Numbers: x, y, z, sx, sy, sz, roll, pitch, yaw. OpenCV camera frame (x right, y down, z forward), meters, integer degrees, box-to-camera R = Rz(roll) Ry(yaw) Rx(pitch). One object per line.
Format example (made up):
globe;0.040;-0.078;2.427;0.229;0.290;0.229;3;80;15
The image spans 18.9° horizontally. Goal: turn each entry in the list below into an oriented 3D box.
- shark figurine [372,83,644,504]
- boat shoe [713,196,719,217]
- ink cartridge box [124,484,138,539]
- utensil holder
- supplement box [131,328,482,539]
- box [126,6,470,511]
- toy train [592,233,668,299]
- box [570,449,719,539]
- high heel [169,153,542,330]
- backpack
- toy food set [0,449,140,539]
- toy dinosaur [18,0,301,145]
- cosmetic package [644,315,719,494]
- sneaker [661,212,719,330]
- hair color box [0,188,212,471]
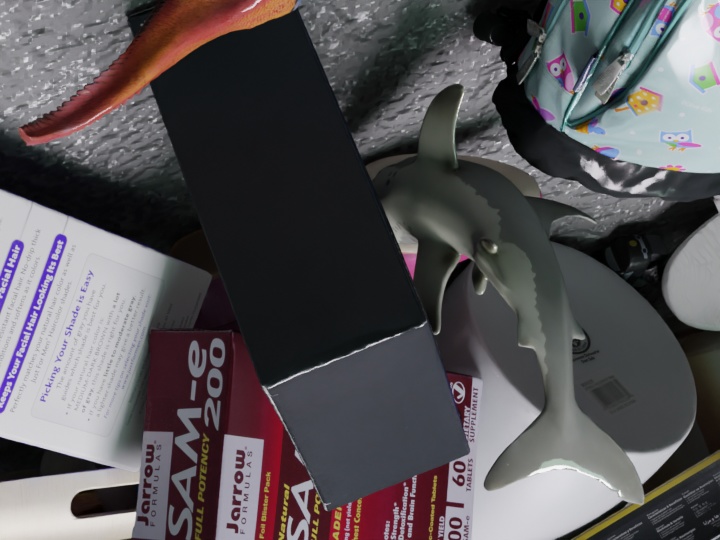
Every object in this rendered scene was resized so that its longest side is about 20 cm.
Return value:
shark figurine;0.080;-0.001;1.011;0.089;0.215;0.128;-3;133;-33
boat shoe;0.291;-0.056;1.222;0.202;0.086;0.075;-11;-175;-18
ink cartridge box;-0.067;0.195;1.242;0.084;0.145;0.200;-48;-164;-19
utensil holder;0.077;0.101;1.273;0.170;0.170;0.200;2;139;-37
supplement box;-0.022;0.095;1.100;0.061;0.109;0.200;-3;170;41
box;-0.027;-0.015;0.970;0.079;0.200;0.141;-23;151;2
toy train;0.126;0.045;1.344;0.046;0.034;0.200;1;142;-31
box;0.166;0.185;1.267;0.200;0.049;0.160;-31;151;2
high heel;0.000;0.000;1.144;0.200;0.067;0.096;-18;146;-4
backpack;0.168;-0.124;1.008;0.167;0.127;0.200;-1;141;-28
toy food set;-0.170;0.118;1.167;0.143;0.060;0.200;-4;175;-30
toy dinosaur;-0.018;-0.120;0.853;0.105;0.200;0.181;26;169;-42
cosmetic package;0.255;0.071;1.322;0.200;0.103;0.087;-18;-168;36
sneaker;0.269;-0.016;1.306;0.200;0.075;0.088;-27;170;-9
hair color box;-0.169;0.020;1.017;0.200;0.065;0.109;25;85;-54
